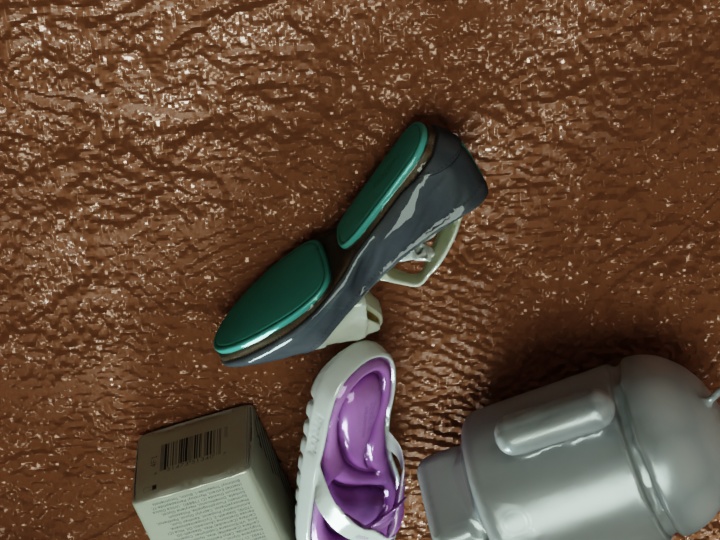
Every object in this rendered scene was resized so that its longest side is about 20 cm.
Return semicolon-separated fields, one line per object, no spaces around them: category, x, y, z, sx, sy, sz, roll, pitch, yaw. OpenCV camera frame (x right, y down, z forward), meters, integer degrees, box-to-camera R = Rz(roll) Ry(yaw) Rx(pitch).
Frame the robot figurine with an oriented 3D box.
robot figurine;0.138;0.120;1.579;0.200;0.113;0.170;-21;150;12

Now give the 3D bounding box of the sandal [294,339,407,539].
sandal;0.001;0.130;1.586;0.082;0.050;0.203;-35;142;-26

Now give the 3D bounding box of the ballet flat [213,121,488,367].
ballet flat;0.000;0.000;1.521;0.073;0.073;0.200;35;114;-23

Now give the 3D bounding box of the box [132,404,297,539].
box;-0.070;0.186;1.644;0.082;0.068;0.200;-15;124;9
